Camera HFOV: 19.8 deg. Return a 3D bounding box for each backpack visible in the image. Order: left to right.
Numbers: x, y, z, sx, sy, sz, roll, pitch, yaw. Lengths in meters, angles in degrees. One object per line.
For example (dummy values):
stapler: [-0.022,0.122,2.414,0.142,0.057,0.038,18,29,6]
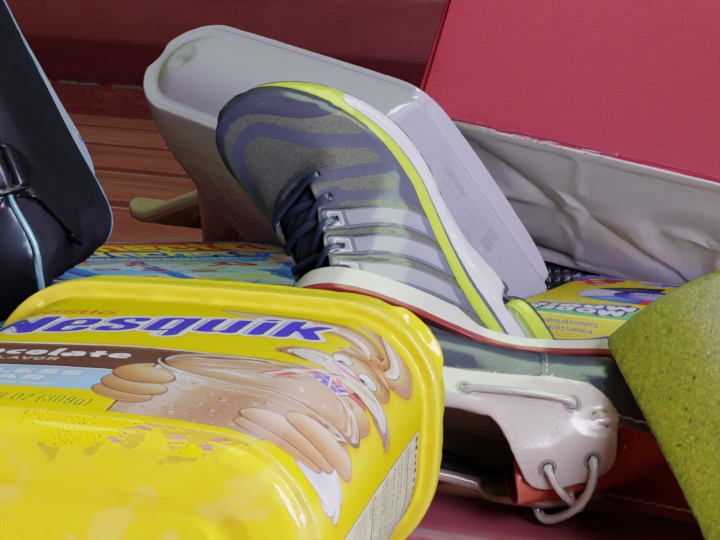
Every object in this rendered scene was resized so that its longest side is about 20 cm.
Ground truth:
backpack: [-0.220,-0.042,0.850,0.199,0.176,0.153,-25,13,13]

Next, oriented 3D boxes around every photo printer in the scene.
photo printer: [-0.015,-0.045,1.061,0.200,0.070,0.167,22,-22,45]

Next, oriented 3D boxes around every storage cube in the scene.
storage cube: [0.136,-0.109,1.093,0.199,0.181,0.171,13,-18,10]

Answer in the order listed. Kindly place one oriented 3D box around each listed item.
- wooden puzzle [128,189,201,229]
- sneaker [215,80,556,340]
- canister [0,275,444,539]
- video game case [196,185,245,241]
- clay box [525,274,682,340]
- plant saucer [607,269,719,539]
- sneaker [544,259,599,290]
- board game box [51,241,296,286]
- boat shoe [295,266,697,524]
wooden puzzle: [-0.026,-0.040,1.393,0.199,0.047,0.185,-13,-11,34]
sneaker: [0.000,0.000,0.842,0.081,0.074,0.200,-18,58,-44]
canister: [-0.060,0.058,0.584,0.148,0.087,0.200,4,8,9]
video game case: [0.000,-0.039,1.275,0.199,0.023,0.182,-7,-16,-4]
clay box: [0.141,0.037,1.012,0.114,0.048,0.200,6,6,18]
plant saucer: [0.199,0.052,0.652,0.199,0.048,0.200,2,27,-10]
sneaker: [0.055,-0.006,1.221,0.199,0.074,0.080,9,6,32]
board game box: [-0.078,0.026,0.955,0.199,0.056,0.195,-1,9,-33]
boat shoe: [0.057,0.058,0.742,0.199,0.071,0.063,18,46,7]
